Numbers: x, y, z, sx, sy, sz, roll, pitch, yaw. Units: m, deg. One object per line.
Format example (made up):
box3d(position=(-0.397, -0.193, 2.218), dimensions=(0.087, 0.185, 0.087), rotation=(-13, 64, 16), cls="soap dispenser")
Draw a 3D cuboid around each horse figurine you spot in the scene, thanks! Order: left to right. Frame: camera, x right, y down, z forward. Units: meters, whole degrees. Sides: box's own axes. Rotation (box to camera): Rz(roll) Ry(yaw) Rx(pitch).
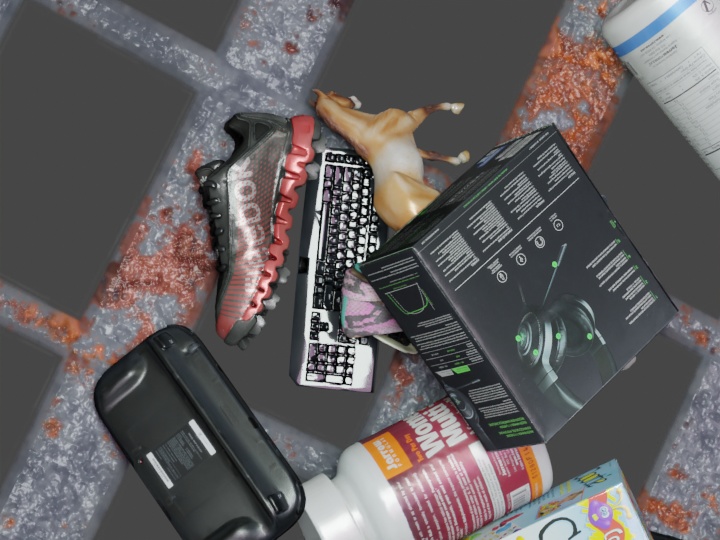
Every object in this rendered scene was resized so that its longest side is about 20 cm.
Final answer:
box3d(position=(0.046, -0.076, 1.743), dimensions=(0.131, 0.050, 0.201), rotation=(2, 54, -30), cls="horse figurine")

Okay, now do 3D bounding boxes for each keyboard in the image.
box3d(position=(0.000, 0.000, 1.769), dimensions=(0.103, 0.040, 0.202), rotation=(5, 87, -11), cls="keyboard")

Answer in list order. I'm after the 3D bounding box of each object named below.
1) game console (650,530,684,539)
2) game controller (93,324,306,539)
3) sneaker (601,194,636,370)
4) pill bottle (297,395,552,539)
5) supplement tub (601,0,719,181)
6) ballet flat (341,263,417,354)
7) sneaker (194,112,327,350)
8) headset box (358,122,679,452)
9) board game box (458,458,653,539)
box3d(position=(0.249, 0.322, 1.765), dimensions=(0.171, 0.119, 0.202), rotation=(16, 84, -11), cls="game console")
box3d(position=(-0.132, 0.142, 1.704), dimensions=(0.104, 0.042, 0.201), rotation=(-39, 71, 7), cls="game controller")
box3d(position=(0.190, -0.013, 1.794), dimensions=(0.084, 0.075, 0.201), rotation=(-37, 101, -23), cls="sneaker")
box3d(position=(0.049, 0.175, 1.735), dimensions=(0.199, 0.110, 0.110), rotation=(-26, 93, -12), cls="pill bottle")
box3d(position=(0.311, -0.171, 1.795), dimensions=(0.132, 0.132, 0.200), rotation=(-43, 96, -10), cls="supplement tub")
box3d(position=(0.061, 0.035, 1.753), dimensions=(0.199, 0.069, 0.072), rotation=(3, 112, -38), cls="ballet flat")
box3d(position=(-0.097, -0.039, 1.734), dimensions=(0.097, 0.071, 0.202), rotation=(16, 82, -11), cls="sneaker")
box3d(position=(0.130, 0.020, 1.666), dimensions=(0.174, 0.093, 0.201), rotation=(-41, 101, -27), cls="headset box")
box3d(position=(0.142, 0.250, 1.726), dimensions=(0.199, 0.105, 0.104), rotation=(-26, 93, 6), cls="board game box")
